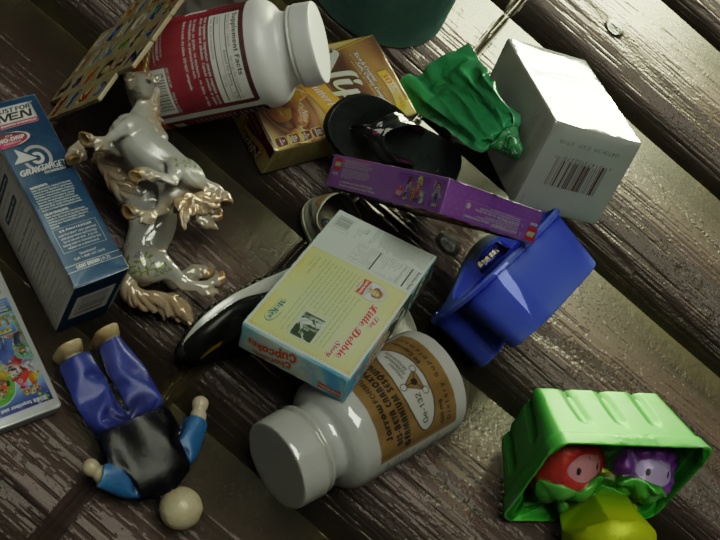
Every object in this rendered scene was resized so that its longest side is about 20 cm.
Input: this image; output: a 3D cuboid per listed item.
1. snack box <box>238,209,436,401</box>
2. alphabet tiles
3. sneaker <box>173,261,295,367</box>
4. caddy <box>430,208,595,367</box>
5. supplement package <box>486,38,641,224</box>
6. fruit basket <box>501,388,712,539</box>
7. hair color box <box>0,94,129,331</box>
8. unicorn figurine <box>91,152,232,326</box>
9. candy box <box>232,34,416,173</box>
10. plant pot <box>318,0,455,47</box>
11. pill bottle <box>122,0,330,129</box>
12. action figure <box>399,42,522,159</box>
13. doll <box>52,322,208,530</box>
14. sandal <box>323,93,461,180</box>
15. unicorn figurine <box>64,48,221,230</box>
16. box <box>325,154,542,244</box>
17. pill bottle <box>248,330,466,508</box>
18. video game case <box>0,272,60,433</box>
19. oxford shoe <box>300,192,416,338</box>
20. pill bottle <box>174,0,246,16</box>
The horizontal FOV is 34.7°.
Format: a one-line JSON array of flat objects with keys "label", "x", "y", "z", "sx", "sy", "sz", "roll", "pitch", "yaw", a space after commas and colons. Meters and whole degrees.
[{"label": "snack box", "x": -0.018, "y": 0.029, "z": 1.127, "sx": 0.116, "sy": 0.037, "sz": 0.200, "roll": 27, "pitch": 45, "yaw": 12}, {"label": "alphabet tiles", "x": -0.242, "y": -0.220, "z": 1.148, "sx": 0.006, "sy": 0.200, "sz": 0.167, "roll": 41, "pitch": 65, "yaw": -27}, {"label": "sneaker", "x": -0.088, "y": 0.059, "z": 1.153, "sx": 0.200, "sy": 0.070, "sz": 0.090, "roll": -29, "pitch": 76, "yaw": -37}, {"label": "caddy", "x": 0.161, "y": 0.010, "z": 1.258, "sx": 0.105, "sy": 0.141, "sz": 0.200, "roll": 48, "pitch": 54, "yaw": 1}, {"label": "supplement package", "x": 0.224, "y": -0.166, "z": 1.357, "sx": 0.116, "sy": 0.118, "sz": 0.200, "roll": 11, "pitch": 34, "yaw": -20}, {"label": "fruit basket", "x": 0.255, "y": 0.236, "z": 1.188, "sx": 0.215, "sy": 0.156, "sz": 0.216, "roll": 15, "pitch": 41, "yaw": -13}, {"label": "hair color box", "x": -0.299, "y": -0.055, "z": 1.094, "sx": 0.060, "sy": 0.100, "sz": 0.201, "roll": -23, "pitch": 76, "yaw": -34}, {"label": "unicorn figurine", "x": -0.202, "y": -0.052, "z": 1.148, "sx": 0.137, "sy": 0.074, "sz": 0.201, "roll": 10, "pitch": 59, "yaw": -24}, {"label": "candy box", "x": -0.048, "y": -0.193, "z": 1.319, "sx": 0.199, "sy": 0.055, "sz": 0.116, "roll": -20, "pitch": 75, "yaw": -32}, {"label": "plant pot", "x": 0.054, "y": -0.404, "z": 1.418, "sx": 0.200, "sy": 0.161, "sz": 0.201, "roll": 12, "pitch": 59, "yaw": -21}, {"label": "pill bottle", "x": -0.137, "y": -0.217, "z": 1.198, "sx": 0.199, "sy": 0.113, "sz": 0.113, "roll": -9, "pitch": 62, "yaw": 11}, {"label": "action figure", "x": 0.130, "y": -0.184, "z": 1.340, "sx": 0.118, "sy": 0.055, "sz": 0.200, "roll": -37, "pitch": 43, "yaw": -1}, {"label": "doll", "x": -0.201, "y": 0.146, "z": 1.064, "sx": 0.136, "sy": 0.048, "sz": 0.201, "roll": -23, "pitch": 75, "yaw": -32}, {"label": "sandal", "x": 0.047, "y": -0.146, "z": 1.301, "sx": 0.200, "sy": 0.048, "sz": 0.076, "roll": 17, "pitch": 89, "yaw": -37}, {"label": "unicorn figurine", "x": -0.207, "y": -0.119, "z": 1.098, "sx": 0.200, "sy": 0.074, "sz": 0.137, "roll": 56, "pitch": 36, "yaw": 4}, {"label": "box", "x": 0.074, "y": -0.076, "z": 1.219, "sx": 0.136, "sy": 0.200, "sz": 0.039, "roll": 16, "pitch": 92, "yaw": -37}, {"label": "pill bottle", "x": -0.003, "y": 0.146, "z": 1.120, "sx": 0.199, "sy": 0.114, "sz": 0.115, "roll": -25, "pitch": 76, "yaw": -33}, {"label": "video game case", "x": -0.377, "y": 0.062, "z": 1.043, "sx": 0.143, "sy": 0.018, "sz": 0.201, "roll": -19, "pitch": 73, "yaw": -33}, {"label": "oxford shoe", "x": 0.000, "y": 0.000, "z": 1.237, "sx": 0.075, "sy": 0.058, "sz": 0.201, "roll": -21, "pitch": 76, "yaw": -35}, {"label": "pill bottle", "x": -0.155, "y": -0.374, "z": 1.331, "sx": 0.110, "sy": 0.111, "sz": 0.201, "roll": 16, "pitch": 57, "yaw": -17}]
